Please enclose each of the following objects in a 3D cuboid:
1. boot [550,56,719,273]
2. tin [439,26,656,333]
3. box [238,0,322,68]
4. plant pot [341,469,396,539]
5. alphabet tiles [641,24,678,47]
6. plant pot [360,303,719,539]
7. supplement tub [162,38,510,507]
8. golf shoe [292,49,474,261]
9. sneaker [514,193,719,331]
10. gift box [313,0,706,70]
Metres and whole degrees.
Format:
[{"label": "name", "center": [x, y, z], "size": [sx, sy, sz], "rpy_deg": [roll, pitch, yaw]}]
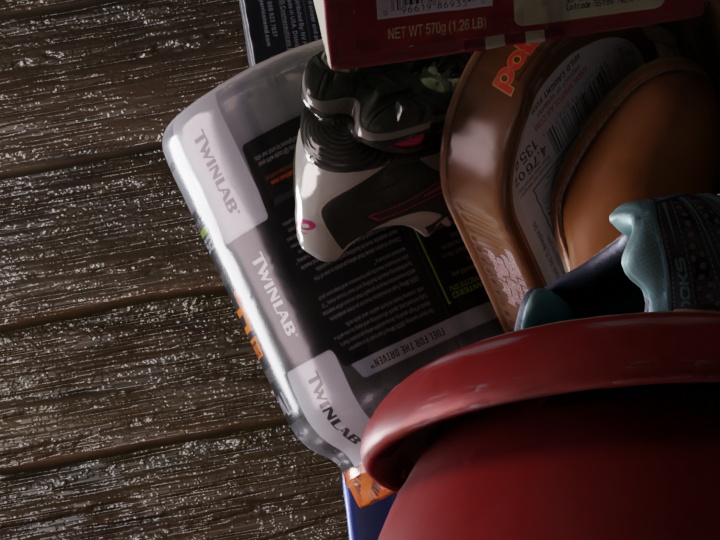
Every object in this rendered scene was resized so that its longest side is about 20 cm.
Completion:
[{"label": "boot", "center": [0.133, 0.025, 1.140], "size": [0.155, 0.073, 0.201], "rpy_deg": [36, 114, 60]}, {"label": "tin", "center": [0.094, -0.035, 1.232], "size": [0.042, 0.112, 0.200], "rpy_deg": [31, 161, 36]}, {"label": "box", "center": [0.037, -0.094, 1.698], "size": [0.200, 0.195, 0.125], "rpy_deg": [83, 176, -68]}, {"label": "plant pot", "center": [0.080, 0.112, 1.520], "size": [0.200, 0.179, 0.201], "rpy_deg": [87, 178, -73]}, {"label": "alphabet tiles", "center": [0.045, -0.140, 1.304], "size": [0.166, 0.199, 0.006], "rpy_deg": [-110, 37, -79]}, {"label": "plant pot", "center": [0.089, 0.120, 0.937], "size": [0.201, 0.199, 0.184], "rpy_deg": [84, -179, -72]}, {"label": "supplement tub", "center": [0.000, 0.000, 1.310], "size": [0.123, 0.122, 0.201], "rpy_deg": [91, 154, -84]}, {"label": "golf shoe", "center": [0.037, -0.067, 1.244], "size": [0.077, 0.200, 0.088], "rpy_deg": [35, 124, 29]}, {"label": "sneaker", "center": [0.086, 0.038, 1.060], "size": [0.200, 0.086, 0.078], "rpy_deg": [-58, 36, 38]}, {"label": "gift box", "center": [0.037, -0.194, 1.151], "size": [0.187, 0.183, 0.201], "rpy_deg": [-103, 11, -50]}]
